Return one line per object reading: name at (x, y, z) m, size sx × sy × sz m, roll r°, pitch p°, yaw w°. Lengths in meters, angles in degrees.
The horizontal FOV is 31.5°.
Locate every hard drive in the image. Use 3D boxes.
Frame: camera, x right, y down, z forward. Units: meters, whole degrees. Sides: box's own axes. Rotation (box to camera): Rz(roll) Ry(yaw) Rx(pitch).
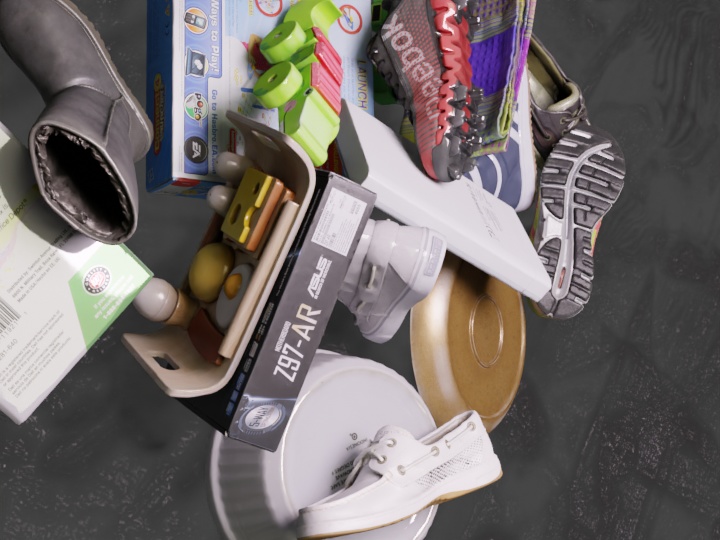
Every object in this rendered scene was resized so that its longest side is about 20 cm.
hard drive at (0.066, -0.059, 1.076) m, size 0.199 × 0.027 × 0.132 m, roll 30°, pitch 24°, yaw -28°

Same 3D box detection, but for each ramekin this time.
ramekin at (-0.021, 0.161, 1.045) m, size 0.201 × 0.094 × 0.205 m, roll 8°, pitch 76°, yaw -32°

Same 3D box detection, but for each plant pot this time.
plant pot at (0.104, 0.054, 1.139) m, size 0.199 × 0.027 × 0.202 m, roll 9°, pitch 80°, yaw -58°

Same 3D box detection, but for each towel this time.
towel at (0.094, -0.196, 1.164) m, size 0.023 × 0.143 × 0.202 m, roll 23°, pitch 71°, yaw -40°

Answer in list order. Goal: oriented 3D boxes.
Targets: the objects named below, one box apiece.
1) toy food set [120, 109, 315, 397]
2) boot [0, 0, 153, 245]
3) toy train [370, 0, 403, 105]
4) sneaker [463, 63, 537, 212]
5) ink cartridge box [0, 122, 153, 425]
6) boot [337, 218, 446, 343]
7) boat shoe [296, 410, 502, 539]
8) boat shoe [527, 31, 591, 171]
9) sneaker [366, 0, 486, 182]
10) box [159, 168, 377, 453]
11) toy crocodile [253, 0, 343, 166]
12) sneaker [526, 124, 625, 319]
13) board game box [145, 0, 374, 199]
toy food set at (-0.113, -0.017, 0.951) m, size 0.060 × 0.143 × 0.201 m, roll 23°, pitch 93°, yaw -28°
boot at (-0.216, -0.117, 0.917) m, size 0.182 × 0.072 × 0.200 m, roll 47°, pitch 17°, yaw -16°
toy train at (0.037, -0.248, 1.186) m, size 0.042 × 0.056 × 0.202 m, roll 24°, pitch 67°, yaw -56°
sneaker at (0.101, -0.145, 1.193) m, size 0.108 × 0.070 × 0.202 m, roll -16°, pitch 99°, yaw -35°
ink cartridge box at (-0.273, -0.012, 0.908) m, size 0.200 × 0.084 × 0.145 m, roll 46°, pitch 70°, yaw -17°
boot at (0.000, 0.000, 1.048) m, size 0.095 × 0.200 × 0.074 m, roll 19°, pitch 68°, yaw -6°
boat shoe at (0.024, 0.154, 0.981) m, size 0.199 × 0.071 × 0.070 m, roll -13°, pitch 87°, yaw -43°
boat shoe at (0.188, -0.161, 1.264) m, size 0.201 × 0.066 × 0.072 m, roll 49°, pitch 58°, yaw -16°
sneaker at (0.054, -0.164, 1.095) m, size 0.071 × 0.097 × 0.202 m, roll 43°, pitch 42°, yaw -61°
box at (-0.074, 0.019, 0.967) m, size 0.043 × 0.160 × 0.202 m, roll 23°, pitch 88°, yaw -27°
toy crocodile at (-0.040, -0.151, 1.008) m, size 0.068 × 0.061 × 0.201 m, roll 50°, pitch 22°, yaw -29°
sneaker at (0.196, -0.045, 1.235) m, size 0.077 × 0.090 × 0.202 m, roll 19°, pitch 76°, yaw 0°
board game box at (-0.083, -0.157, 1.091) m, size 0.194 × 0.056 × 0.202 m, roll 6°, pitch 77°, yaw -33°
